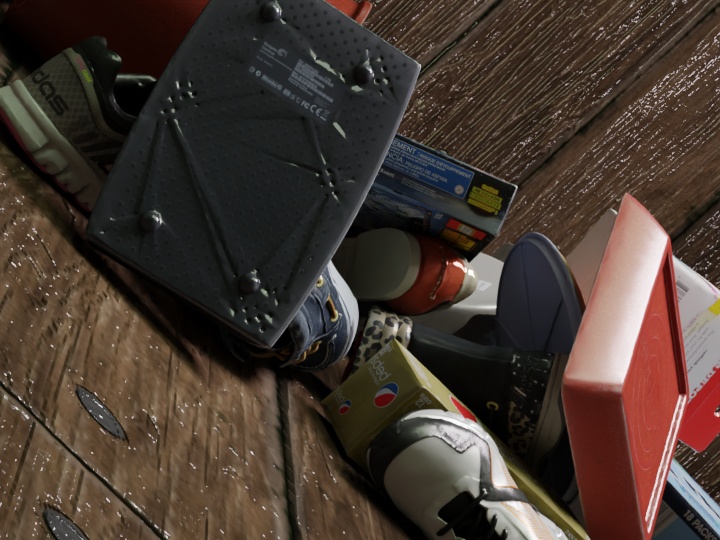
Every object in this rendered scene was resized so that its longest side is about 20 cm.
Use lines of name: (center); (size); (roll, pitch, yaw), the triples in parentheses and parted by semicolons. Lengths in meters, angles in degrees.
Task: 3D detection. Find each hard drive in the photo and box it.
hard drive: (-0.062, -0.066, 1.216); (0.135, 0.200, 0.042); (32, -23, -11)

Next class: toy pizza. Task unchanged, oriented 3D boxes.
toy pizza: (0.142, 0.071, 1.559); (0.200, 0.032, 0.200); (174, -90, -77)

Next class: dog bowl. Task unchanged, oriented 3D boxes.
dog bowl: (0.063, 0.021, 1.739); (0.200, 0.059, 0.200); (9, 21, -4)

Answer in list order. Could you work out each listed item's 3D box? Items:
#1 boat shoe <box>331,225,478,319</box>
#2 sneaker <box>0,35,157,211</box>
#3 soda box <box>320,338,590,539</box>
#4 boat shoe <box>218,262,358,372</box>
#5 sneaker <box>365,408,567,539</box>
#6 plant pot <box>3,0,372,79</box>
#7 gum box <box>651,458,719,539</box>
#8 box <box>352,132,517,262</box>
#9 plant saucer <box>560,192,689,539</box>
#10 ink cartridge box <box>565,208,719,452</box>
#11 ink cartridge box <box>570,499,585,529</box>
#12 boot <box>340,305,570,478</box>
boat shoe: (0.000, 0.000, 1.506); (0.063, 0.071, 0.200); (13, -7, -35)
sneaker: (-0.124, -0.066, 1.272); (0.200, 0.087, 0.074); (43, 7, -38)
soda box: (0.065, 0.136, 1.402); (0.200, 0.068, 0.064); (44, 8, -31)
boat shoe: (-0.050, 0.030, 1.323); (0.071, 0.091, 0.200); (8, -30, 12)
sneaker: (0.081, 0.161, 1.338); (0.200, 0.074, 0.080); (43, 10, -31)
plant pot: (-0.130, -0.169, 1.505); (0.195, 0.201, 0.201); (38, 7, -8)
gum box: (0.242, 0.184, 1.671); (0.170, 0.045, 0.200); (45, 8, -19)
box: (0.025, -0.052, 1.476); (0.137, 0.040, 0.200); (24, -9, -2)
plant saucer: (0.190, 0.083, 1.488); (0.200, 0.037, 0.200); (-65, 150, -44)
ink cartridge box: (0.232, 0.051, 1.685); (0.200, 0.116, 0.067); (33, 10, -40)
ink cartridge box: (0.141, 0.156, 1.735); (0.145, 0.085, 0.200); (44, 8, -32)
boot: (0.059, 0.099, 1.493); (0.154, 0.074, 0.204); (17, -33, -2)
